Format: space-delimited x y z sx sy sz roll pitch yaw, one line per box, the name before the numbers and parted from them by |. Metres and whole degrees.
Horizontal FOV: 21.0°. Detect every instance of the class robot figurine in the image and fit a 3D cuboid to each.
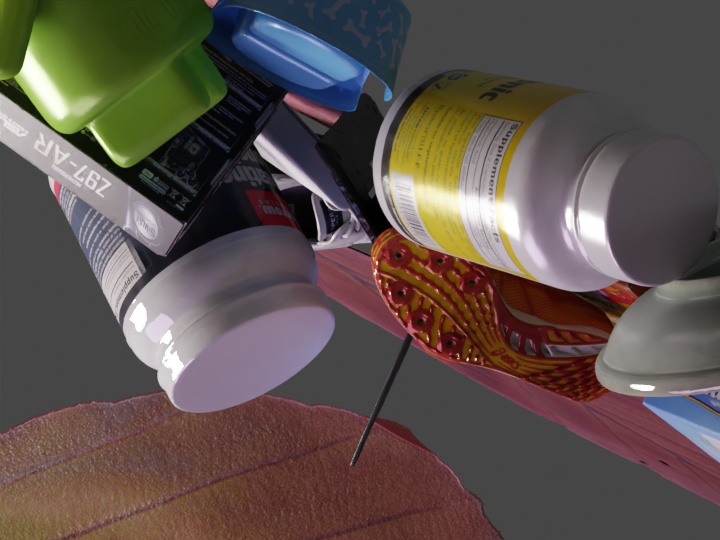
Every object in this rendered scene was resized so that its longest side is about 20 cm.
robot figurine | -0.164 -0.161 1.122 0.200 0.115 0.176 54 -162 -7

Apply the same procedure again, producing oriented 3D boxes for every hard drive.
hard drive | -0.083 -0.119 1.460 0.132 0.026 0.200 46 175 -28

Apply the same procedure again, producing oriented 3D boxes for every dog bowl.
dog bowl | -0.031 -0.146 1.164 0.111 0.050 0.200 28 175 -12

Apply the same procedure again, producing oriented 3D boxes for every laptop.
laptop | 0.000 0.000 1.354 0.201 0.103 0.177 59 -164 -9

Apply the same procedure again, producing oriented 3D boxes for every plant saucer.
plant saucer | 0.220 0.011 1.066 0.200 0.199 0.050 11 119 70

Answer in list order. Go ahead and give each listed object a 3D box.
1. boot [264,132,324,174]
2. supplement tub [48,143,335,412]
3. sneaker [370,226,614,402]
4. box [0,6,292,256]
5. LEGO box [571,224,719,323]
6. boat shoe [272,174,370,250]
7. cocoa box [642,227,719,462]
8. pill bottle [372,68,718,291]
boot | -0.099 -0.065 1.598 0.168 0.200 0.077 24 138 31
supplement tub | -0.115 -0.021 1.320 0.201 0.140 0.140 60 -171 23
sneaker | 0.083 0.024 1.255 0.199 0.073 0.077 29 -160 -28
box | -0.160 -0.126 1.240 0.200 0.160 0.044 35 141 -3
LEGO box | 0.138 -0.030 1.304 0.199 0.077 0.149 23 173 34
boat shoe | -0.022 -0.045 1.514 0.199 0.074 0.065 -10 -162 10
cocoa box | 0.298 0.080 1.287 0.133 0.132 0.200 22 173 34
pill bottle | 0.104 -0.050 1.103 0.111 0.112 0.200 30 174 -36
